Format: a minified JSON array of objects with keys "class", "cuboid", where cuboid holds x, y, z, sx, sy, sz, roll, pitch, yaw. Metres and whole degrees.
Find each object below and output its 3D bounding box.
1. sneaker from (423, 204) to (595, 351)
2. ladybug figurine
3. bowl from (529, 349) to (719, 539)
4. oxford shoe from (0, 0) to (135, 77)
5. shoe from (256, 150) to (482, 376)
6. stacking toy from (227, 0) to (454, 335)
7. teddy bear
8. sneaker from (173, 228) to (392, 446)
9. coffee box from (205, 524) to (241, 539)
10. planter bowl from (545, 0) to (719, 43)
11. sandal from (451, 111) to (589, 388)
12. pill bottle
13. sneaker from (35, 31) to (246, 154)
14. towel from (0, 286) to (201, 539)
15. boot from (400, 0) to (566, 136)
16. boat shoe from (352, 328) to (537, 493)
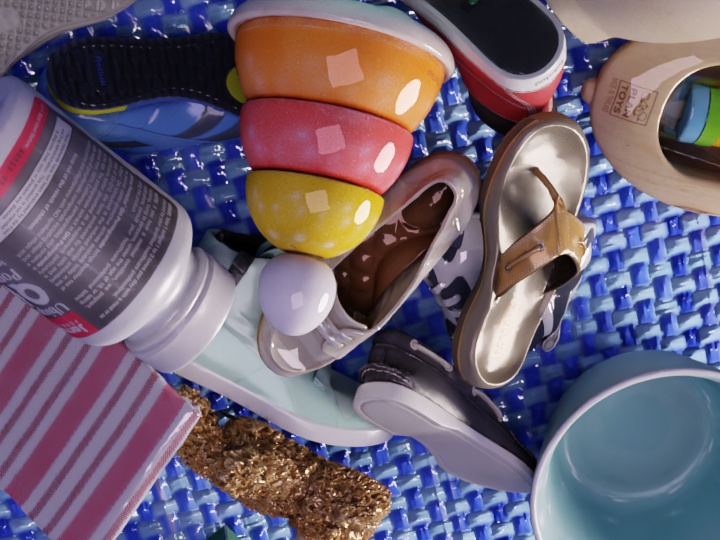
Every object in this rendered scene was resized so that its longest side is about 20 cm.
[{"class":"sneaker","cuboid":[0.061,0.013,1.128,0.198,0.079,0.131,3,105,-18]},{"class":"ladybug figurine","cuboid":[0.244,-0.109,1.097,0.199,0.072,0.137,13,112,-12]},{"class":"bowl","cuboid":[0.214,0.139,1.186,0.199,0.105,0.202,-2,114,-5]},{"class":"oxford shoe","cuboid":[-0.207,-0.180,1.034,0.199,0.058,0.075,-36,115,-6]},{"class":"shoe","cuboid":[0.000,0.000,1.053,0.070,0.053,0.200,40,109,-10]},{"class":"stacking toy","cuboid":[-0.028,-0.060,0.992,0.145,0.146,0.202,13,81,-11]},{"class":"teddy bear","cuboid":[-0.078,0.144,1.141,0.199,0.145,0.067,31,75,-16]},{"class":"sneaker","cuboid":[-0.043,0.045,1.138,0.199,0.074,0.119,25,106,-17]},{"class":"coffee box","cuboid":[-0.139,0.302,1.257,0.200,0.044,0.123,-40,112,12]},{"class":"planter bowl","cuboid":[0.172,-0.223,0.988,0.134,0.201,0.201,-25,115,27]},{"class":"sandal","cuboid":[0.113,-0.006,1.051,0.080,0.054,0.201,-2,115,-35]},{"class":"pill bottle","cuboid":[-0.178,-0.022,1.020,0.111,0.111,0.200,-44,118,13]},{"class":"sneaker","cuboid":[-0.119,-0.113,1.076,0.199,0.066,0.079,-1,156,-18]},{"class":"towel","cuboid":[-0.213,0.088,1.110,0.200,0.030,0.147,42,107,16]},{"class":"boot","cuboid":[0.057,-0.173,1.054,0.072,0.144,0.200,-38,75,-5]},{"class":"boat shoe","cuboid":[0.071,0.107,1.172,0.074,0.061,0.200,-13,144,44]}]
